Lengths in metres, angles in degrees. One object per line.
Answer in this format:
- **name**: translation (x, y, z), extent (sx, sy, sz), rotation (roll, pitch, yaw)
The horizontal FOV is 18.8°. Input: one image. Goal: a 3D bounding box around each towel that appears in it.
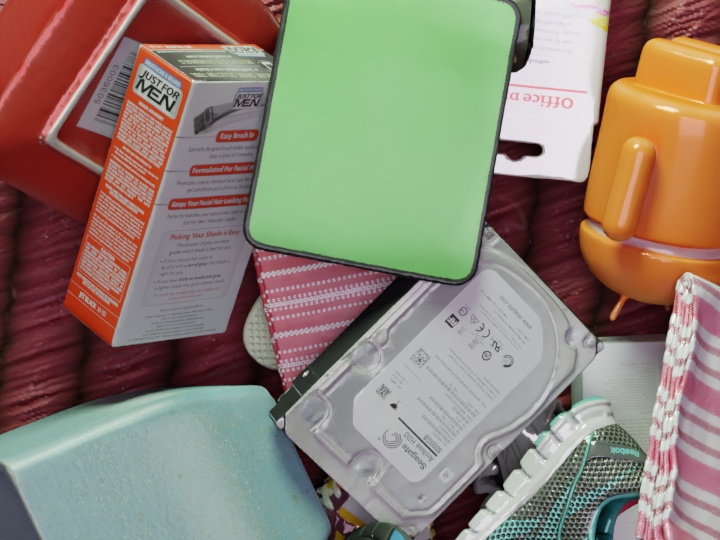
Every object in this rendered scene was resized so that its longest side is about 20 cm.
- **towel**: translation (-0.005, -0.022, 1.536), extent (0.145, 0.022, 0.200), rotation (-12, 86, 1)
- **towel**: translation (0.259, 0.116, 1.510), extent (0.146, 0.030, 0.200), rotation (25, 70, -39)

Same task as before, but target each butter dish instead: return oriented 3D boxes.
- **butter dish**: translation (-0.188, -0.150, 1.512), extent (0.148, 0.199, 0.200), rotation (36, 92, 35)

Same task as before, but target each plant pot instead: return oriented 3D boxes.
- **plant pot**: translation (-0.141, 0.175, 1.523), extent (0.200, 0.196, 0.196), rotation (-27, 97, -21)

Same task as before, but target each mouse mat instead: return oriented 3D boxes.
- **mouse mat**: translation (0.015, -0.099, 1.452), extent (0.161, 0.008, 0.200), rotation (11, 85, -6)

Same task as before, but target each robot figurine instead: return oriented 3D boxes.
- **robot figurine**: translation (0.221, -0.062, 1.544), extent (0.117, 0.144, 0.200), rotation (9, 104, -7)

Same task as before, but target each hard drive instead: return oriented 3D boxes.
- **hard drive**: translation (0.053, 0.075, 1.497), extent (0.200, 0.038, 0.140), rotation (-44, 111, 0)

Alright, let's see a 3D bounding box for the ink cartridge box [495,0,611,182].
- **ink cartridge box**: translation (0.116, -0.168, 1.566), extent (0.117, 0.067, 0.200), rotation (6, 94, -4)

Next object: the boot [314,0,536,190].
- **boot**: translation (0.049, -0.125, 1.485), extent (0.138, 0.077, 0.200), rotation (8, 83, 10)

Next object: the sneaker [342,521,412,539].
- **sneaker**: translation (0.001, 0.228, 1.510), extent (0.082, 0.200, 0.073), rotation (48, 64, -10)

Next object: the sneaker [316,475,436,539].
- **sneaker**: translation (0.000, 0.153, 1.584), extent (0.090, 0.075, 0.200), rotation (-13, 94, -4)

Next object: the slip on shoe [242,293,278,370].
- **slip on shoe**: translation (0.000, 0.000, 1.574), extent (0.200, 0.061, 0.074), rotation (-42, 85, -2)

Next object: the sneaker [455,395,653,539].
- **sneaker**: translation (0.129, 0.186, 1.504), extent (0.091, 0.078, 0.200), rotation (43, 105, 21)

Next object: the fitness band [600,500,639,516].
- **fitness band**: translation (0.225, 0.223, 1.586), extent (0.144, 0.037, 0.200), rotation (-24, 123, 9)

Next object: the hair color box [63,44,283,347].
- **hair color box**: translation (-0.121, -0.053, 1.489), extent (0.064, 0.111, 0.200), rotation (36, 117, 34)

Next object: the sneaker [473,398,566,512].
- **sneaker**: translation (0.108, 0.095, 1.575), extent (0.081, 0.075, 0.200), rotation (-14, 104, 38)

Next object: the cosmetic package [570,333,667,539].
- **cosmetic package**: translation (0.258, 0.121, 1.611), extent (0.200, 0.052, 0.151), rotation (-2, 94, -4)
